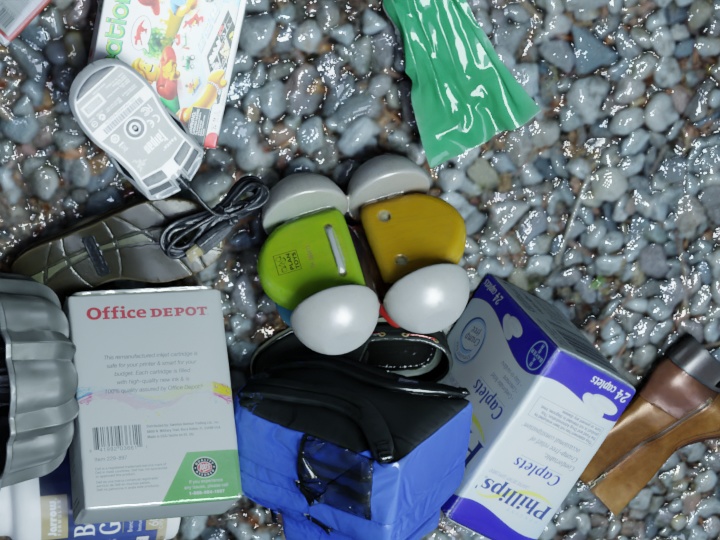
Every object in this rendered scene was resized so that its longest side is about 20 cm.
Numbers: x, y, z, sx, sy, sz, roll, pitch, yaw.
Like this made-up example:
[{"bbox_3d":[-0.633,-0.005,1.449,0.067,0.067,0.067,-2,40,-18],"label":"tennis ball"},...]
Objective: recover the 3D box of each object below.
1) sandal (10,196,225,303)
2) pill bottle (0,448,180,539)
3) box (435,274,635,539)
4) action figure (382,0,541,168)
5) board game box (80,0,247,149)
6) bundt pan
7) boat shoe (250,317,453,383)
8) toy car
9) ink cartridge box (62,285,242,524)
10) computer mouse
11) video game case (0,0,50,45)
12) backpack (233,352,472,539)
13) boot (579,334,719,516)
[{"bbox_3d":[-0.224,-0.021,1.475,0.199,0.055,0.082,-19,111,7],"label":"sandal"},{"bbox_3d":[-0.276,0.209,1.518,0.198,0.111,0.112,-4,113,-16],"label":"pill bottle"},{"bbox_3d":[0.144,0.138,1.578,0.104,0.184,0.201,26,102,-26],"label":"box"},{"bbox_3d":[0.074,-0.210,1.481,0.118,0.055,0.201,-28,111,-2],"label":"action figure"},{"bbox_3d":[-0.170,-0.215,1.413,0.125,0.035,0.201,7,110,-19],"label":"board game box"},{"bbox_3d":[-0.305,0.094,1.419,0.075,0.202,0.203,-4,114,-28],"label":"bundt pan"},{"bbox_3d":[-0.008,0.089,1.579,0.200,0.063,0.074,-6,116,-11],"label":"boat shoe"},{"bbox_3d":[0.000,0.000,1.507,0.199,0.176,0.150,-13,152,-12],"label":"toy car"},{"bbox_3d":[-0.195,0.123,1.464,0.144,0.088,0.202,-2,73,-17],"label":"ink cartridge box"},{"bbox_3d":[-0.178,-0.106,1.409,0.110,0.044,0.200,-40,112,-4],"label":"computer mouse"},{"bbox_3d":[-0.279,-0.308,1.330,0.200,0.017,0.143,-45,102,5],"label":"video game case"},{"bbox_3d":[-0.023,0.175,1.476,0.162,0.199,0.169,-25,129,-56],"label":"backpack"},{"bbox_3d":[0.345,0.197,1.732,0.200,0.069,0.188,-46,118,6],"label":"boot"}]
